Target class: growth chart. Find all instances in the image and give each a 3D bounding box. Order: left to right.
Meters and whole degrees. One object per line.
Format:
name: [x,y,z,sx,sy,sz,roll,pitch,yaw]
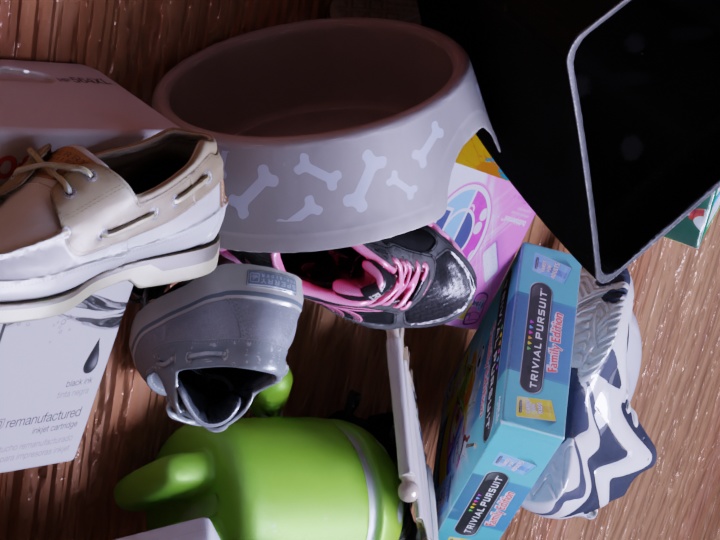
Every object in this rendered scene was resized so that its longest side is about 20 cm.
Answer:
growth chart: [0.036,0.127,1.360,0.018,0.146,0.200,-8,147,3]

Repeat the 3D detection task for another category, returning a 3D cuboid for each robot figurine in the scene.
robot figurine: [-0.057,0.153,1.322,0.199,0.177,0.115,3,156,-39]

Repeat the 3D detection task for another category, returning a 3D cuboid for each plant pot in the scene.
plant pot: [0.134,-0.154,1.147,0.200,0.177,0.200,-40,145,-17]

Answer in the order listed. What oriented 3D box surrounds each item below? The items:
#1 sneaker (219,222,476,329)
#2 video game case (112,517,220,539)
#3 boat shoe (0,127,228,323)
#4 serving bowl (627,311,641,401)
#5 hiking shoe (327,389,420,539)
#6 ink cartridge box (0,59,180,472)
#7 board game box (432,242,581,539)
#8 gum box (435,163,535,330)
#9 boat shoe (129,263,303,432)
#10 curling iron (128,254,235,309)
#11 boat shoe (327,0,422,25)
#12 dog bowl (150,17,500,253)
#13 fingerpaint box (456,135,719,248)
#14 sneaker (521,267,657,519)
sneaker: [0.000,0.000,1.196,0.199,0.095,0.079,18,103,-38]
video game case: [-0.162,0.223,1.237,0.198,0.023,0.182,-14,142,4]
boat shoe: [-0.140,-0.025,0.960,0.199,0.074,0.069,-18,124,-53]
serving bowl: [0.166,0.106,1.664,0.200,0.066,0.201,-34,142,-32]
hiking shoe: [0.018,0.159,1.492,0.101,0.076,0.200,-51,148,-4]
ink cartridge box: [-0.191,0.000,1.050,0.146,0.084,0.201,-5,122,-52]
board game box: [0.098,0.100,1.451,0.200,0.047,0.152,112,-10,-52]
gum box: [0.038,-0.033,1.358,0.200,0.066,0.114,13,105,-57]
boat shoe: [-0.089,0.053,1.170,0.070,0.201,0.072,13,70,-19]
curling iron: [-0.050,-0.027,1.224,0.199,0.026,0.050,-26,147,-12]
boat shoe: [0.059,-0.170,1.269,0.199,0.075,0.063,-32,147,-30]
dog bowl: [-0.024,-0.080,1.119,0.200,0.199,0.059,-30,124,-37]
fingerpaint box: [0.173,-0.111,1.330,0.200,0.166,0.074,-47,154,-56]
sneaker: [0.181,0.100,1.573,0.129,0.079,0.201,33,64,-54]
